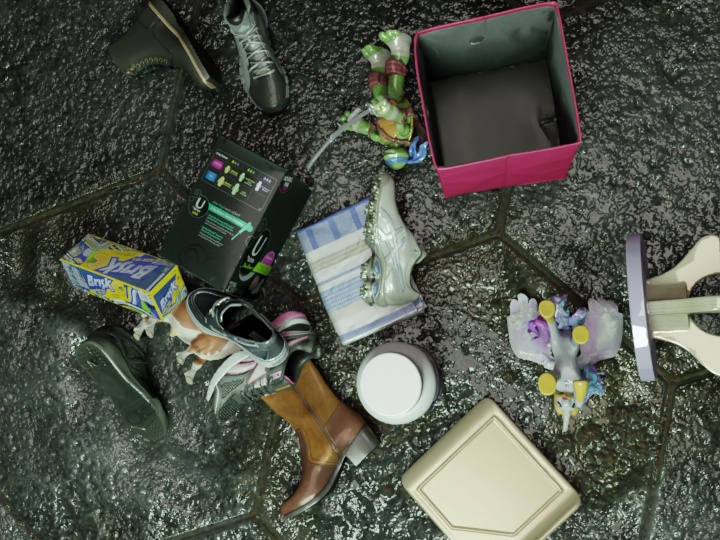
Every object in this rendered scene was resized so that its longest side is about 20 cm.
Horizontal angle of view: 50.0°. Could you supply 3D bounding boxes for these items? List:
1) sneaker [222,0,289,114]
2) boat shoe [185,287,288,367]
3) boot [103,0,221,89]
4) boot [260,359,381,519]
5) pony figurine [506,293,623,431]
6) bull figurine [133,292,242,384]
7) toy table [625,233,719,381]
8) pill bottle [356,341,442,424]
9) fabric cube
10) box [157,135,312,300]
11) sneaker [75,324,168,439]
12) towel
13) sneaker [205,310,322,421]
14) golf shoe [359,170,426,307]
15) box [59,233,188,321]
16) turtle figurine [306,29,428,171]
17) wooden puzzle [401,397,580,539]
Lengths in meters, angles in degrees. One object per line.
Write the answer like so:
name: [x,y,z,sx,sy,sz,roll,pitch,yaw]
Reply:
sneaker: [-0.176,-0.352,1.218,0.074,0.115,0.202,-20,81,7]
boat shoe: [-0.189,0.069,1.126,0.199,0.068,0.072,32,67,33]
boot: [-0.326,-0.339,1.272,0.138,0.077,0.201,-39,66,8]
boot: [-0.099,0.245,1.165,0.188,0.068,0.200,-45,78,3]
pony figurine: [0.281,0.110,1.068,0.165,0.200,0.195,-2,68,16]
bull figurine: [-0.255,0.098,1.199,0.199,0.065,0.121,32,51,19]
toy table: [0.431,0.046,1.046,0.116,0.184,0.202,-5,95,25]
pill bottle: [0.054,0.156,1.079,0.110,0.200,0.112,-1,84,10]
fabric cube: [0.192,-0.230,1.098,0.198,0.199,0.198,-9,83,9]
box: [-0.185,-0.076,1.173,0.124,0.149,0.201,27,89,13]
sneaker: [-0.354,0.167,1.218,0.076,0.114,0.200,-26,108,22]
towel: [0.000,0.000,1.196,0.146,0.024,0.201,-25,80,7]
sneaker: [-0.140,0.152,1.140,0.200,0.080,0.086,-46,54,0]
golf shoe: [0.051,-0.046,1.154,0.096,0.078,0.202,3,90,-6]
box: [-0.368,0.009,1.201,0.199,0.065,0.070,17,49,27]
turtle figurine: [0.010,-0.256,1.162,0.198,0.144,0.196,2,80,7]
wooden puzzle: [0.188,0.319,1.126,0.185,0.037,0.200,-44,74,4]
